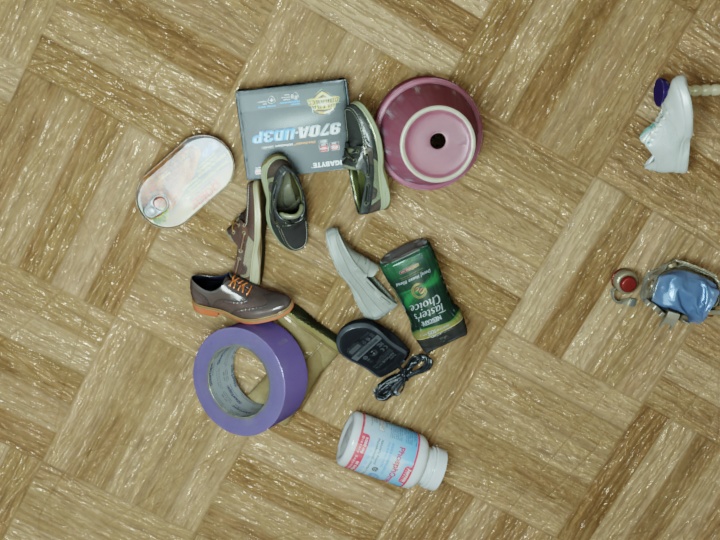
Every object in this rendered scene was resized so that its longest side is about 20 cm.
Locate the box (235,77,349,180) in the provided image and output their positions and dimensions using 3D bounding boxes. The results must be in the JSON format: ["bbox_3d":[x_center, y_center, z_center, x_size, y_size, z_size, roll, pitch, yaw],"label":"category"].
[{"bbox_3d":[-0.114,-0.252,1.672,0.198,0.046,0.160,-6,105,-2],"label":"box"}]

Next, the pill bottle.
[{"bbox_3d":[0.062,0.353,1.809,0.199,0.109,0.109,21,103,-8],"label":"pill bottle"}]

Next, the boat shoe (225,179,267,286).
[{"bbox_3d":[-0.209,-0.068,1.703,0.071,0.072,0.201,6,115,2],"label":"boat shoe"}]

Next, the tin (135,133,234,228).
[{"bbox_3d":[-0.313,-0.161,1.690,0.200,0.042,0.112,-38,100,7],"label":"tin"}]

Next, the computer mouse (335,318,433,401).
[{"bbox_3d":[0.028,0.152,1.770,0.138,0.053,0.200,-38,123,17],"label":"computer mouse"}]

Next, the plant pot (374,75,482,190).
[{"bbox_3d":[0.122,-0.229,1.624,0.198,0.179,0.202,-1,105,-2],"label":"plant pot"}]

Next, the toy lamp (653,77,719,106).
[{"bbox_3d":[0.634,-0.327,1.692,0.198,0.058,0.059,-3,105,-3],"label":"toy lamp"}]

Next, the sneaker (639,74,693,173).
[{"bbox_3d":[0.542,-0.253,1.672,0.088,0.076,0.201,-1,132,13],"label":"sneaker"}]

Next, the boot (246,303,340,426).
[{"bbox_3d":[-0.148,0.173,1.773,0.175,0.066,0.200,38,101,-11],"label":"boot"}]

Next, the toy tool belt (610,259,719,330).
[{"bbox_3d":[0.580,0.045,1.751,0.198,0.123,0.126,11,104,-6],"label":"toy tool belt"}]

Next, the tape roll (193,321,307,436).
[{"bbox_3d":[-0.202,0.194,1.720,0.199,0.085,0.202,4,100,25],"label":"tape roll"}]

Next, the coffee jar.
[{"bbox_3d":[0.120,0.049,1.745,0.104,0.085,0.201,-26,105,4],"label":"coffee jar"}]

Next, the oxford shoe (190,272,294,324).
[{"bbox_3d":[-0.219,0.046,1.700,0.198,0.071,0.073,3,130,13],"label":"oxford shoe"}]

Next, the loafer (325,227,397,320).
[{"bbox_3d":[0.000,0.000,1.734,0.069,0.070,0.201,-27,114,10],"label":"loafer"}]

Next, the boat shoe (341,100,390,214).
[{"bbox_3d":[0.001,-0.191,1.637,0.066,0.072,0.202,-26,116,-24],"label":"boat shoe"}]

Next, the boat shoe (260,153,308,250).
[{"bbox_3d":[-0.130,-0.109,1.667,0.073,0.065,0.201,-26,131,-13],"label":"boat shoe"}]
